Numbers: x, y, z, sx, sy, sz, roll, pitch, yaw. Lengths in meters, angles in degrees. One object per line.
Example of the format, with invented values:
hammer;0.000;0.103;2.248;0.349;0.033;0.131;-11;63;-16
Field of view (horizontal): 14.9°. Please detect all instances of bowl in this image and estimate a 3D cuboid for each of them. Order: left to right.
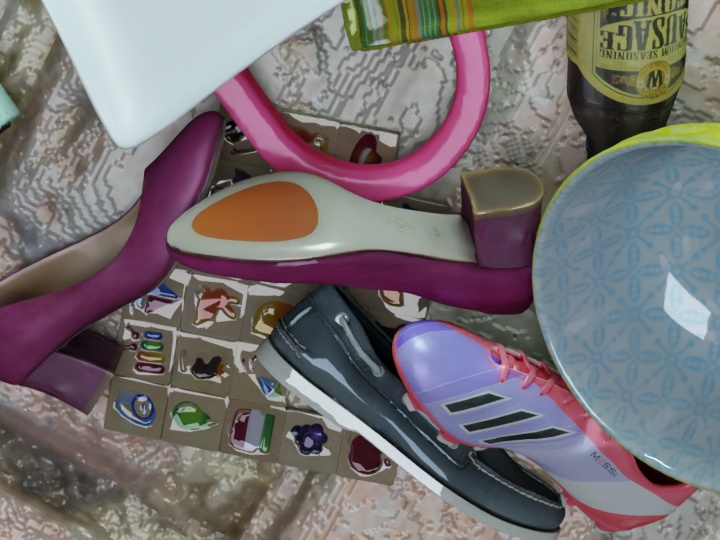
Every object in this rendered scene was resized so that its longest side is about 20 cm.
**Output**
bowl;0.200;0.004;1.405;0.200;0.108;0.200;18;124;29

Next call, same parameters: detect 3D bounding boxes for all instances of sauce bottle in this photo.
sauce bottle;0.139;-0.118;1.427;0.066;0.066;0.200;-1;121;4

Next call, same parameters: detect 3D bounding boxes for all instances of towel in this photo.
towel;0.074;-0.165;1.380;0.200;0.018;0.086;-8;104;29

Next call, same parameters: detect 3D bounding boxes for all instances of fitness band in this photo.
fitness band;-0.016;-0.130;1.458;0.144;0.037;0.200;-34;97;9

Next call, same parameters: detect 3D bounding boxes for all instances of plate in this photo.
plate;-0.083;-0.191;1.418;0.200;0.032;0.200;-34;71;13

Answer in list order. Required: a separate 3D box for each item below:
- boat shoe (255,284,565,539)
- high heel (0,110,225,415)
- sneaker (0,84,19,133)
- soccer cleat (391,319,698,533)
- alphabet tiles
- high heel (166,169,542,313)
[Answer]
boat shoe;0.039;0.078;1.492;0.200;0.073;0.062;34;98;-13
high heel;-0.148;-0.016;1.478;0.096;0.067;0.200;27;110;-8
sneaker;-0.279;-0.059;1.476;0.200;0.074;0.118;-36;93;9
soccer cleat;0.102;0.075;1.464;0.076;0.067;0.200;-31;127;34
alphabet tiles;-0.045;0.010;1.517;0.167;0.008;0.200;11;105;1
high heel;0.000;0.000;1.442;0.200;0.067;0.096;-3;137;-2
